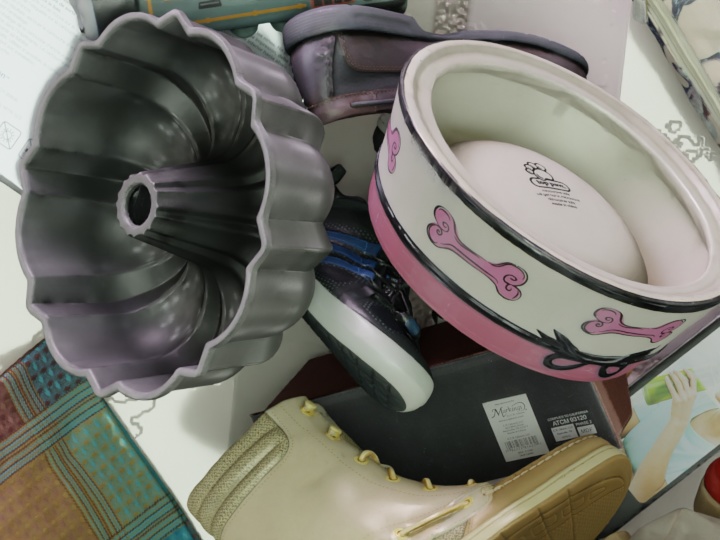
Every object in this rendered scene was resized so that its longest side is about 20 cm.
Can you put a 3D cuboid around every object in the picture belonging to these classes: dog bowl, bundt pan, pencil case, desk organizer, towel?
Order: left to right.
[{"bbox_3d":[-0.154,0.150,1.599,0.022,0.147,0.200,-25,101,44],"label":"towel"},{"bbox_3d":[-0.089,-0.032,1.513,0.076,0.202,0.202,4,99,-45],"label":"bundt pan"},{"bbox_3d":[0.051,0.070,1.575,0.200,0.077,0.072,-16,107,29],"label":"desk organizer"},{"bbox_3d":[0.091,-0.026,1.479,0.200,0.200,0.074,29,120,-8],"label":"dog bowl"},{"bbox_3d":[0.210,-0.110,1.610,0.089,0.078,0.200,-37,100,-25],"label":"pencil case"}]

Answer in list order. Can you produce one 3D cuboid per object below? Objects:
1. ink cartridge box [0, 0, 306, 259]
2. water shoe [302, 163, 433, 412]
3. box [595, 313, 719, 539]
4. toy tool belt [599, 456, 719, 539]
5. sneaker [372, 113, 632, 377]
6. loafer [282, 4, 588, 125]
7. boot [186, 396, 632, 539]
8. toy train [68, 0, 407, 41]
[{"bbox_3d":[-0.128,-0.122,1.602,0.199,0.041,0.200,35,92,-9],"label":"ink cartridge box"},{"bbox_3d":[0.000,0.000,1.552,0.079,0.200,0.072,-38,126,-4],"label":"water shoe"},{"bbox_3d":[0.179,0.078,1.612,0.200,0.117,0.060,-38,83,2],"label":"box"},{"bbox_3d":[0.163,0.192,1.517,0.125,0.200,0.123,22,124,10],"label":"toy tool belt"},{"bbox_3d":[0.061,0.003,1.617,0.088,0.076,0.200,-39,92,12],"label":"sneaker"},{"bbox_3d":[0.043,-0.094,1.568,0.200,0.072,0.063,7,69,-39],"label":"loafer"},{"bbox_3d":[0.024,0.114,1.510,0.200,0.155,0.073,-35,143,-7],"label":"boot"},{"bbox_3d":[-0.063,-0.178,1.544,0.200,0.085,0.114,-10,107,-5],"label":"toy train"}]
